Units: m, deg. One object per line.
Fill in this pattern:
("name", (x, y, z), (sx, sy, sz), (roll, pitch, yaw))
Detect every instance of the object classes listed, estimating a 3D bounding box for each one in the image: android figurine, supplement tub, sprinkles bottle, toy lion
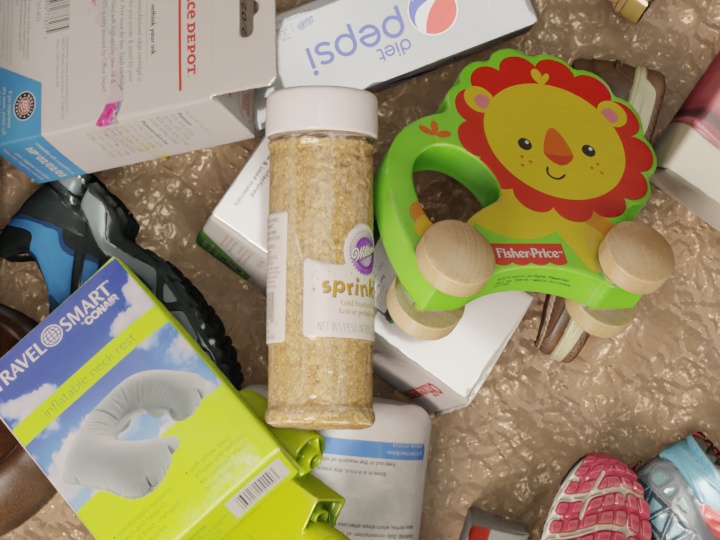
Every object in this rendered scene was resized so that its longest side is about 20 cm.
("android figurine", (-0.086, 0.163, 1.582), (0.199, 0.041, 0.183), (33, 106, 32))
("supplement tub", (-0.028, 0.180, 1.642), (0.131, 0.132, 0.202), (7, 90, -3))
("sprinkles bottle", (-0.024, -0.007, 1.522), (0.068, 0.068, 0.202), (1, 84, -3))
("toy lion", (0.097, -0.055, 1.579), (0.199, 0.069, 0.193), (-1, 56, -26))

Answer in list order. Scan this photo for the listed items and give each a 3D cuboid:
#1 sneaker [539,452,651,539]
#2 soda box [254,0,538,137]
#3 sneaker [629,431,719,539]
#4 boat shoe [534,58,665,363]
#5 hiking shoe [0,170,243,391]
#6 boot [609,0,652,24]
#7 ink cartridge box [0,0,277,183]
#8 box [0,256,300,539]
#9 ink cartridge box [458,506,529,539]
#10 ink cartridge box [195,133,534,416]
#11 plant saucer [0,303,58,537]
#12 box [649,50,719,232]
("sneaker", (0.130, 0.215, 1.670), (0.080, 0.075, 0.202), (13, 93, -26))
("soda box", (0.012, -0.154, 1.674), (0.199, 0.063, 0.069), (-22, 90, -3))
("sneaker", (0.234, 0.213, 1.695), (0.095, 0.079, 0.201), (-27, 85, 11))
("boat shoe", (0.138, -0.043, 1.682), (0.074, 0.075, 0.204), (17, 78, 0))
("hiking shoe", (-0.154, 0.024, 1.653), (0.087, 0.074, 0.200), (-42, 69, 2))
("boot", (0.148, -0.284, 1.680), (0.200, 0.066, 0.176), (37, 79, 2))
("ink cartridge box", (-0.131, -0.135, 1.611), (0.199, 0.068, 0.116), (-10, 66, 20))
("box", (-0.143, 0.086, 1.550), (0.122, 0.048, 0.200), (-41, 61, -4))
("ink cartridge box", (0.064, 0.239, 1.613), (0.057, 0.200, 0.164), (18, 90, -1))
("ink cartridge box", (0.000, 0.000, 1.633), (0.199, 0.146, 0.085), (35, 81, -4))
("plant saucer", (-0.273, 0.089, 1.619), (0.198, 0.032, 0.201), (-1, 51, 1))
("box", (0.294, -0.111, 1.667), (0.127, 0.109, 0.201), (35, 88, -3))
